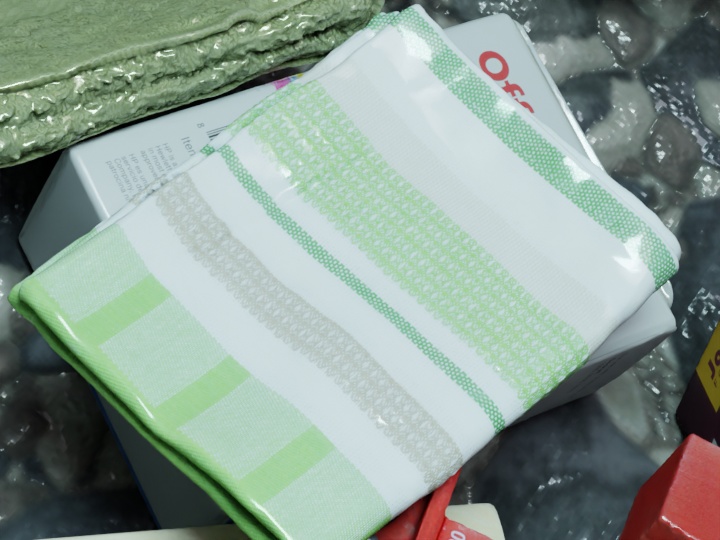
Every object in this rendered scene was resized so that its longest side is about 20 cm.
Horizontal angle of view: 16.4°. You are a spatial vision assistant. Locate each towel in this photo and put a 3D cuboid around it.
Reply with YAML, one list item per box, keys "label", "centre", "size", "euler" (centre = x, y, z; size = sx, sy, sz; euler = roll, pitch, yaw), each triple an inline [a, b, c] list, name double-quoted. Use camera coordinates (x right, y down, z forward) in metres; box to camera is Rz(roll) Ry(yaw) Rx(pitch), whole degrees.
- label: "towel"
  centre: [-0.106, -0.094, 0.930]
  size: [0.200, 0.037, 0.148]
  euler: [-24, 38, -30]
- label: "towel"
  centre: [0.000, 0.000, 0.856]
  size: [0.149, 0.031, 0.200]
  euler: [41, 55, 16]

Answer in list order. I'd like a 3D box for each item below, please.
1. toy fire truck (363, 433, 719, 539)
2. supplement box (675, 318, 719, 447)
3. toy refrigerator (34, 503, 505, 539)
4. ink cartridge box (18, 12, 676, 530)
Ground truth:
- label: "toy fire truck"
  centre: [0.045, 0.125, 0.839]
  size: [0.141, 0.049, 0.200]
  euler: [27, 53, -5]
- label: "supplement box"
  centre: [0.201, 0.079, 0.923]
  size: [0.086, 0.110, 0.200]
  euler: [7, 34, -19]
- label: "toy refrigerator"
  centre: [-0.045, 0.135, 0.869]
  size: [0.200, 0.070, 0.076]
  euler: [-3, 62, -25]
- label: "ink cartridge box"
  centre: [-0.003, 0.003, 0.937]
  size: [0.200, 0.085, 0.145]
  euler: [-20, 75, -28]
